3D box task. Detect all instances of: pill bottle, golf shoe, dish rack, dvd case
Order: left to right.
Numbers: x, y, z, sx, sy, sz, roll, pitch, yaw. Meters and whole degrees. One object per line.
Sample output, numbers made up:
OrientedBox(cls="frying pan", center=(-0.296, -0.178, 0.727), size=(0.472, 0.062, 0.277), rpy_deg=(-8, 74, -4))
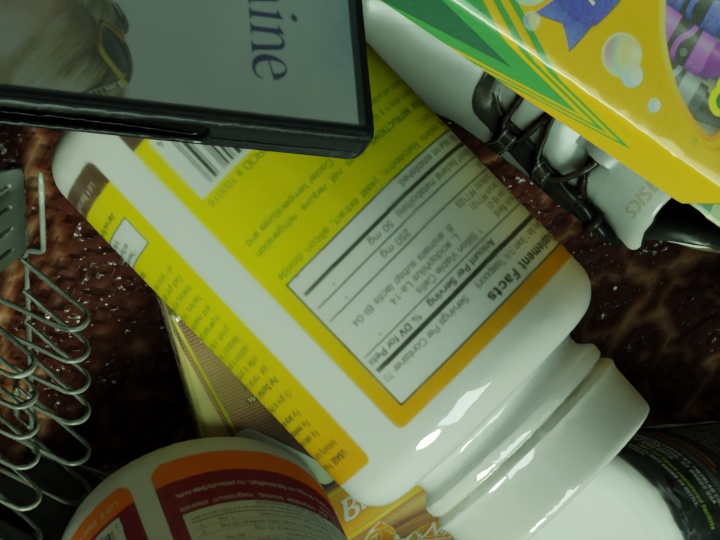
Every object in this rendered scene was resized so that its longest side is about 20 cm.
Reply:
OrientedBox(cls="dish rack", center=(-0.147, 0.065, 0.848), size=(0.153, 0.054, 0.201), rpy_deg=(-43, 152, -36))
OrientedBox(cls="dvd case", center=(-0.093, -0.110, 0.744), size=(0.199, 0.144, 0.018), rpy_deg=(5, 156, -24))
OrientedBox(cls="pill bottle", center=(-0.033, 0.160, 0.845), size=(0.109, 0.200, 0.110), rpy_deg=(-12, 131, -14))
OrientedBox(cls="pill bottle", center=(0.000, 0.000, 0.813), size=(0.109, 0.109, 0.200), rpy_deg=(-44, 88, 15))
OrientedBox(cls="golf shoe", center=(0.076, -0.062, 0.866), size=(0.199, 0.095, 0.078), rpy_deg=(18, 118, -29))
OrientedBox(cls="pill bottle", center=(0.128, 0.114, 0.977), size=(0.199, 0.106, 0.106), rpy_deg=(0, 131, -56))

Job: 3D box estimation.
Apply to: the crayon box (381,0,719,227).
OrientedBox(cls="crayon box", center=(0.089, -0.109, 0.771), size=(0.199, 0.052, 0.126), rpy_deg=(32, 82, -17))

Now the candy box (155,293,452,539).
OrientedBox(cls="candy box", center=(-0.005, 0.059, 0.950), size=(0.115, 0.055, 0.201), rpy_deg=(-18, 131, -7))
